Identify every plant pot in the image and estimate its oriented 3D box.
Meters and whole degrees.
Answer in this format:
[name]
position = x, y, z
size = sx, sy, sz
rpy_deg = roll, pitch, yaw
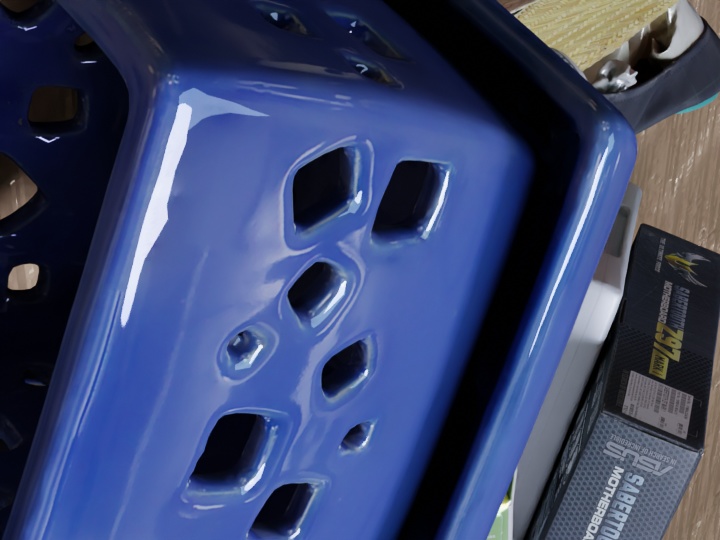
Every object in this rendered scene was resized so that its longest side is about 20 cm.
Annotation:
[plant pot]
position = -0.048, -0.010, 0.683
size = 0.179, 0.200, 0.201
rpy_deg = -1, 121, -34

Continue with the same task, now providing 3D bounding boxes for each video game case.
[video game case]
position = 0.084, 0.069, 1.140
size = 0.182, 0.023, 0.201
rpy_deg = -60, 171, -71

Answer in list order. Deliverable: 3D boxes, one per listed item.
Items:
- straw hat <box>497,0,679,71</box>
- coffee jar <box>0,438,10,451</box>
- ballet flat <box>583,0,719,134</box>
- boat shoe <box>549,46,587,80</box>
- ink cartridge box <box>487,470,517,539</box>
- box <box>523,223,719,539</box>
[straw hat]
position = 0.015, -0.099, 0.864
size = 0.200, 0.086, 0.201
rpy_deg = -26, 172, -4
[coffee jar]
position = -0.085, 0.115, 0.822
size = 0.199, 0.085, 0.105
rpy_deg = 15, 98, -51
[ballet flat]
position = 0.114, -0.093, 1.057
size = 0.200, 0.073, 0.074
rpy_deg = -32, 142, -50
[boat shoe]
position = 0.000, 0.000, 0.826
size = 0.068, 0.072, 0.200
rpy_deg = -10, 151, -49
[ink cartridge box]
position = 0.034, 0.045, 0.992
size = 0.047, 0.146, 0.201
rpy_deg = -6, 135, -4
[box]
position = 0.113, 0.090, 1.097
size = 0.200, 0.051, 0.159
rpy_deg = -64, 175, -64
